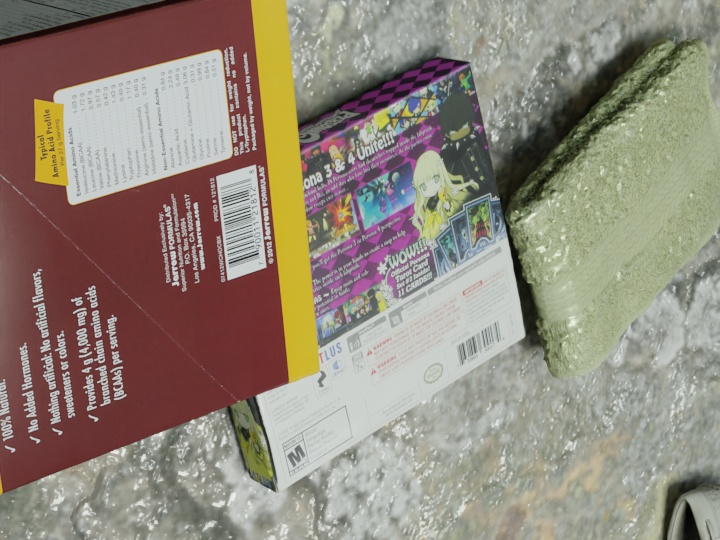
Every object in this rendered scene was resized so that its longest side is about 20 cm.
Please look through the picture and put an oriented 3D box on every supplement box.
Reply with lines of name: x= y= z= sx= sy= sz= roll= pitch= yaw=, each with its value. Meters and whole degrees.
supplement box: x=-0.143 y=-0.027 z=0.888 sx=0.199 sy=0.132 sz=0.199 roll=-19 pitch=114 yaw=-35

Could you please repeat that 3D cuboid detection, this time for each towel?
towel: x=0.167 y=-0.041 z=1.190 sx=0.200 sy=0.036 sz=0.149 roll=-43 pitch=130 yaw=-30

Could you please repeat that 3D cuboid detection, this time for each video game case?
video game case: x=0.000 y=0.000 z=1.079 sx=0.199 sy=0.036 sz=0.183 roll=-30 pitch=120 yaw=-30

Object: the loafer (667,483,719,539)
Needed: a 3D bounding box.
loafer: x=0.231 y=0.248 z=1.324 sx=0.069 sy=0.070 sz=0.202 roll=4 pitch=92 yaw=-35
